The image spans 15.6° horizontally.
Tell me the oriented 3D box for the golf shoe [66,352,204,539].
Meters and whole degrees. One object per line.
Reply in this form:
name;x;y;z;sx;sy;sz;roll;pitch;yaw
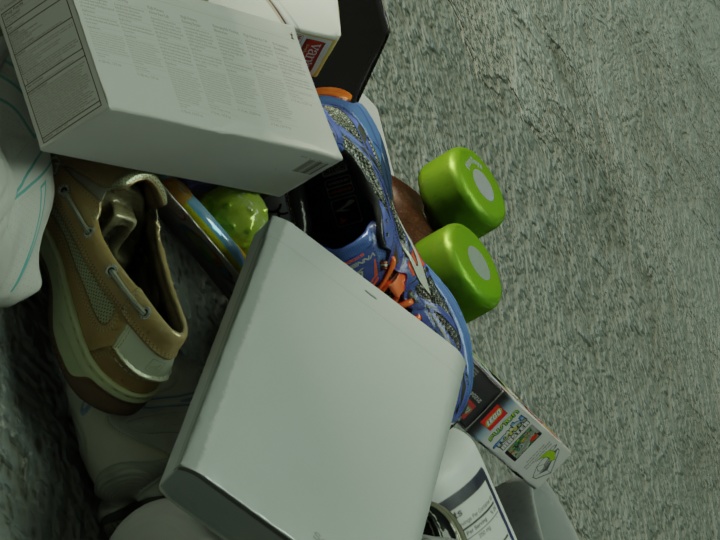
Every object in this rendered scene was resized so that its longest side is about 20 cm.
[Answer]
golf shoe;-0.092;0.067;1.385;0.098;0.078;0.200;63;19;-2

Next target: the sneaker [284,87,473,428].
sneaker;0.000;0.000;1.429;0.201;0.075;0.078;64;12;-4

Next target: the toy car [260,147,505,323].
toy car;-0.039;-0.040;1.519;0.200;0.164;0.158;48;26;-26

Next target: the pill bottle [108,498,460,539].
pill bottle;-0.027;0.173;1.304;0.199;0.109;0.110;10;59;-42

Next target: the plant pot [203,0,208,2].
plant pot;-0.135;-0.266;1.293;0.199;0.177;0.201;9;46;-46

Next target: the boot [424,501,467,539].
boot;0.002;0.221;1.429;0.154;0.073;0.205;22;72;-62

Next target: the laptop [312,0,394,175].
laptop;0.012;-0.129;1.744;0.200;0.116;0.188;43;23;-40

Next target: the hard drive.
hard drive;-0.018;0.073;1.293;0.132;0.026;0.201;37;35;-14

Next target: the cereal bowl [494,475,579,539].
cereal bowl;0.114;0.239;1.732;0.200;0.083;0.201;-22;90;-79

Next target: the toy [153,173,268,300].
toy;-0.069;-0.018;1.406;0.200;0.047;0.115;54;-11;-12

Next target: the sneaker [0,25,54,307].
sneaker;-0.185;-0.072;1.290;0.080;0.070;0.201;54;31;-52

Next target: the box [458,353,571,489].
box;0.043;0.049;1.676;0.200;0.035;0.110;46;2;36

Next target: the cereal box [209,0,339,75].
cereal box;-0.112;-0.190;1.445;0.199;0.040;0.145;10;50;-20

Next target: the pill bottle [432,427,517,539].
pill bottle;0.035;0.163;1.572;0.201;0.110;0.111;66;20;-11

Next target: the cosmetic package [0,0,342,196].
cosmetic package;-0.093;-0.092;1.312;0.200;0.050;0.083;10;57;-57

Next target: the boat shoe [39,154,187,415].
boat shoe;-0.127;-0.026;1.322;0.071;0.076;0.201;11;44;-45
